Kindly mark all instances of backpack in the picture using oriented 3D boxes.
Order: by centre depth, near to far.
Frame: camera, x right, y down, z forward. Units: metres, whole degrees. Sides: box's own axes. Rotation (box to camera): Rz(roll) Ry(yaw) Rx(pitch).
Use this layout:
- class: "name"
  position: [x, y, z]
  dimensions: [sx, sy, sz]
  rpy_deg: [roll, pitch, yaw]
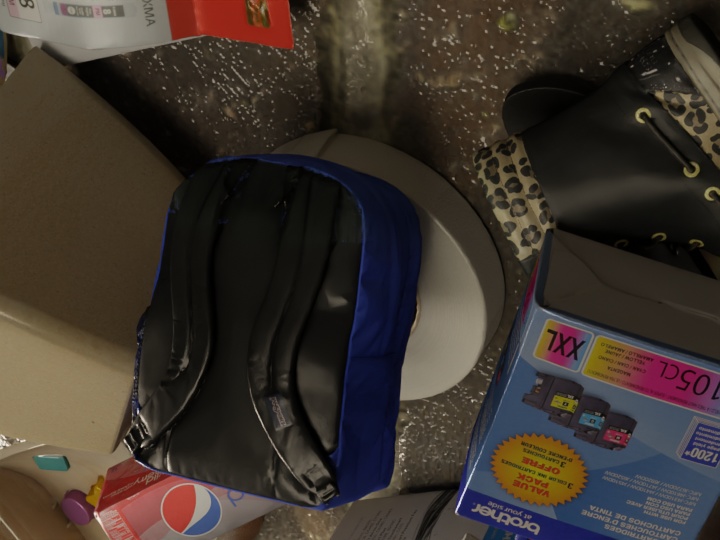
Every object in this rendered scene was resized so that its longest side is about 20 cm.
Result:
- class: "backpack"
  position: [-0.046, 0.027, 1.021]
  dimensions: [0.162, 0.168, 0.201]
  rpy_deg: [8, 97, 22]

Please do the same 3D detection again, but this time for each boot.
- class: "boot"
  position: [0.172, -0.022, 0.918]
  dimensions: [0.153, 0.074, 0.204]
  rpy_deg: [-28, 102, 17]

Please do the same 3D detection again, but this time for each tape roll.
- class: "tape roll"
  position: [0.000, 0.000, 1.109]
  dimensions: [0.202, 0.037, 0.203]
  rpy_deg: [18, 134, 20]

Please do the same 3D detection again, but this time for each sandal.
- class: "sandal"
  position: [0.154, -0.030, 0.980]
  dimensions: [0.075, 0.045, 0.200]
  rpy_deg: [-22, 112, 42]

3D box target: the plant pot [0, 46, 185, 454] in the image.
- class: "plant pot"
  position: [-0.205, 0.008, 1.123]
  dimensions: [0.177, 0.200, 0.200]
  rpy_deg: [28, 145, 1]

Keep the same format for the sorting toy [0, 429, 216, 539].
- class: "sorting toy"
  position: [-0.208, 0.193, 1.313]
  dimensions: [0.180, 0.107, 0.200]
  rpy_deg: [-26, 107, 34]

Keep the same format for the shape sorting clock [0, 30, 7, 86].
- class: "shape sorting clock"
  position: [-0.311, -0.133, 1.079]
  dimensions: [0.039, 0.200, 0.200]
  rpy_deg: [18, 134, 32]

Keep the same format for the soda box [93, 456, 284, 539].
- class: "soda box"
  position: [-0.096, 0.146, 1.210]
  dimensions: [0.200, 0.070, 0.064]
  rpy_deg: [-27, 111, 13]

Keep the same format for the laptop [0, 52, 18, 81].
- class: "laptop"
  position: [-0.360, -0.095, 1.201]
  dimensions: [0.187, 0.116, 0.200]
  rpy_deg: [33, 136, 4]

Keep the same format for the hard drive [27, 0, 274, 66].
- class: "hard drive"
  position: [-0.156, -0.205, 1.045]
  dimensions: [0.200, 0.025, 0.132]
  rpy_deg: [-6, 122, 36]

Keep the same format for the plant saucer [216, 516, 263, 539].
- class: "plant saucer"
  position: [-0.176, 0.174, 1.365]
  dimensions: [0.200, 0.037, 0.201]
  rpy_deg: [17, 132, 19]

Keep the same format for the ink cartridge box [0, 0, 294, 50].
- class: "ink cartridge box"
  position: [-0.146, -0.208, 0.984]
  dimensions: [0.200, 0.057, 0.163]
  rpy_deg: [16, 132, 27]

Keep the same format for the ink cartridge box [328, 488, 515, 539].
- class: "ink cartridge box"
  position: [0.087, 0.239, 1.216]
  dimensions: [0.200, 0.084, 0.146]
  rpy_deg: [-11, 121, 38]

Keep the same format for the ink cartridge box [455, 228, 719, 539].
- class: "ink cartridge box"
  position: [0.137, 0.090, 0.918]
  dimensions: [0.136, 0.076, 0.200]
  rpy_deg: [18, 131, 2]

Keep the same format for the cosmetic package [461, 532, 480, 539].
- class: "cosmetic package"
  position: [0.123, 0.273, 1.054]
  dimensions: [0.200, 0.103, 0.087]
  rpy_deg: [31, 140, 4]
